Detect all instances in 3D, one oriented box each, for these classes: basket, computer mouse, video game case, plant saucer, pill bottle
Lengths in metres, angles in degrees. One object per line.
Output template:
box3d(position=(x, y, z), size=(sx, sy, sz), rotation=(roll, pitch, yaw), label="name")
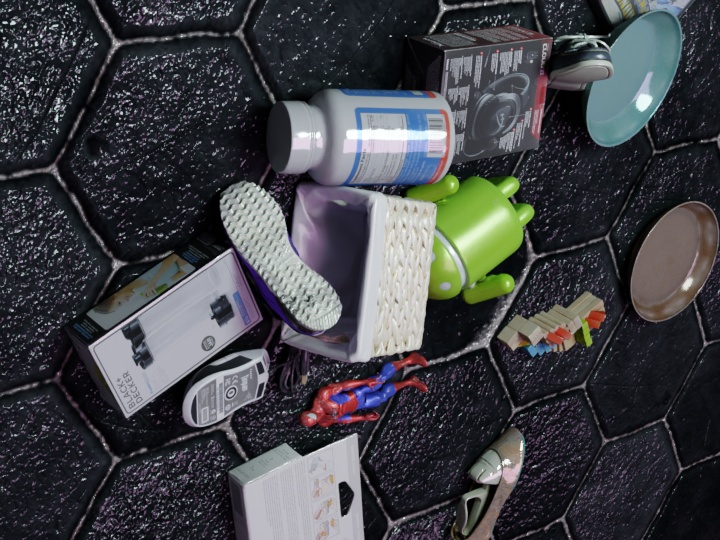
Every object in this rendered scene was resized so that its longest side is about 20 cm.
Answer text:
box3d(position=(0.000, 0.000, 1.621), size=(0.123, 0.136, 0.200), rotation=(0, 99, -47), label="basket")
box3d(position=(-0.143, 0.125, 1.647), size=(0.200, 0.044, 0.110), rotation=(-22, 129, -38), label="computer mouse")
box3d(position=(0.384, -0.400, 1.835), size=(0.181, 0.025, 0.200), rotation=(-48, 134, -11), label="video game case")
box3d(position=(0.480, -0.017, 2.109), size=(0.200, 0.032, 0.200), rotation=(-18, 122, -32), label="plant saucer")
box3d(position=(-0.002, -0.153, 1.563), size=(0.200, 0.112, 0.112), rotation=(-1, 113, -24), label="pill bottle")
box3d(position=(0.359, -0.265, 1.835), size=(0.200, 0.036, 0.200), rotation=(-31, 139, -31), label="plant saucer")

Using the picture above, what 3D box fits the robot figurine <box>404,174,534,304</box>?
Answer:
box3d(position=(0.126, -0.042, 1.735), size=(0.200, 0.116, 0.176), rotation=(-36, 108, -19), label="robot figurine")

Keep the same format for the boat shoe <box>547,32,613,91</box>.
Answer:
box3d(position=(0.275, -0.266, 1.712), size=(0.075, 0.200, 0.062), rotation=(6, 91, 0), label="boat shoe")

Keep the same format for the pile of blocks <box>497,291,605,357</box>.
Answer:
box3d(position=(0.293, 0.096, 1.986), size=(0.200, 0.062, 0.082), rotation=(-15, 121, -34), label="pile of blocks")

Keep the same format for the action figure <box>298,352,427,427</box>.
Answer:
box3d(position=(0.003, 0.165, 1.789), size=(0.200, 0.052, 0.065), rotation=(-18, 126, -30), label="action figure")

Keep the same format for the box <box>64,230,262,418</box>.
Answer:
box3d(position=(-0.219, 0.060, 1.535), size=(0.200, 0.060, 0.117), rotation=(-35, 130, -22), label="box")

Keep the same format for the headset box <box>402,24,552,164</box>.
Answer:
box3d(position=(0.150, -0.221, 1.693), size=(0.200, 0.077, 0.149), rotation=(-15, 121, -36), label="headset box")

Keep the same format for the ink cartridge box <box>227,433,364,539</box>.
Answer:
box3d(position=(-0.082, 0.317, 1.794), size=(0.176, 0.045, 0.200), rotation=(-22, 125, -30), label="ink cartridge box")

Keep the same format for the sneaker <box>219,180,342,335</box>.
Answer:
box3d(position=(-0.104, -0.005, 1.561), size=(0.070, 0.100, 0.200), rotation=(-31, 84, -19), label="sneaker")

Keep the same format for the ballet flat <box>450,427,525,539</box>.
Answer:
box3d(position=(0.185, 0.325, 2.012), size=(0.067, 0.068, 0.200), rotation=(10, 103, -35), label="ballet flat")
